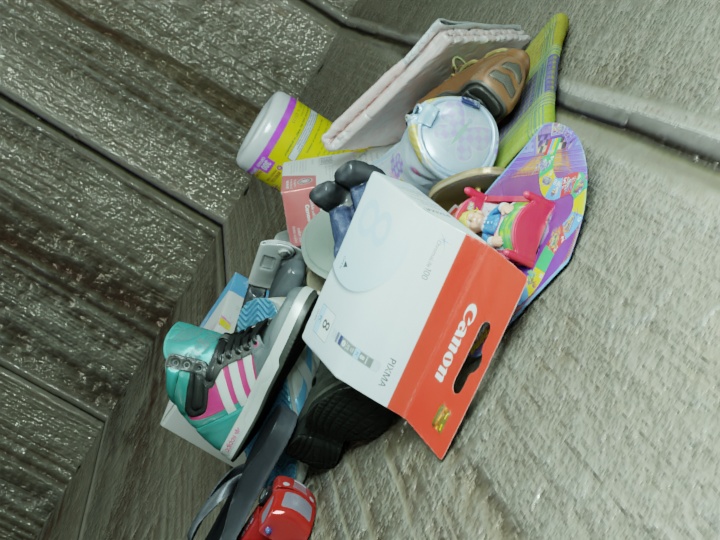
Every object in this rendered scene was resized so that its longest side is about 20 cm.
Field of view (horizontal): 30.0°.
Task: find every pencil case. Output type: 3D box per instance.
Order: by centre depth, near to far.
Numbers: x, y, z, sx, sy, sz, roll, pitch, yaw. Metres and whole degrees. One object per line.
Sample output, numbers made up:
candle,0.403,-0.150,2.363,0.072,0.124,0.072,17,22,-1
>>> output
pencil case,0.061,-0.098,1.300,0.200,0.090,0.084,135,150,-68

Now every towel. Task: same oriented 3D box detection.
towel,0.155,-0.156,1.319,0.144,0.023,0.201,-49,16,39
towel,0.070,-0.197,1.439,0.191,0.032,0.199,-42,-14,30

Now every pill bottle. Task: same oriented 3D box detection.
pill bottle,-0.042,-0.121,1.616,0.105,0.199,0.104,-55,12,19

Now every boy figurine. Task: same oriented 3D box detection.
boy figurine,0.011,0.005,1.215,0.124,0.064,0.202,-33,57,27

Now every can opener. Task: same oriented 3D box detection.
can opener,-0.104,0.038,1.467,0.201,0.052,0.067,115,167,-52

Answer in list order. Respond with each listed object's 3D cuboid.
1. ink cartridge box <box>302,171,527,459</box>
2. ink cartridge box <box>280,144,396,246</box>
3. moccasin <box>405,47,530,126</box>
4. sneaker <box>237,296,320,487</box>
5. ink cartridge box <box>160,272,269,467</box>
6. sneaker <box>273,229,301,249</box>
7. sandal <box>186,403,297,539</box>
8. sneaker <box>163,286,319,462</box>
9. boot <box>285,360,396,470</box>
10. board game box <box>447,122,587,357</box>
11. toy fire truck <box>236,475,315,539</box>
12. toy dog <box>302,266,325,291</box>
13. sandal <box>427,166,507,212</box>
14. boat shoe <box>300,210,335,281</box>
ink cartridge box,0.037,0.031,1.078,0.200,0.047,0.161,44,113,55
ink cartridge box,0.016,-0.087,1.466,0.117,0.198,0.068,-95,-5,-70
moccasin,0.105,-0.171,1.335,0.078,0.074,0.201,-49,4,-23
sneaker,-0.073,0.128,1.370,0.076,0.080,0.203,-1,90,35
ink cartridge box,-0.144,0.130,1.610,0.126,0.128,0.201,-52,14,34
sneaker,-0.063,0.017,1.580,0.116,0.073,0.200,-61,-21,11
sandal,-0.126,0.215,1.286,0.202,0.043,0.076,-62,10,-3
sneaker,-0.125,0.075,1.295,0.201,0.120,0.084,-60,-7,24
boot,-0.012,0.096,1.262,0.200,0.067,0.132,-45,24,56
board game box,0.106,-0.030,1.083,0.200,0.039,0.159,-51,28,36
toy fire truck,-0.109,0.301,1.243,0.201,0.048,0.141,-56,13,14
toy dog,-0.035,0.071,1.459,0.132,0.095,0.202,-88,16,-61
sandal,0.083,-0.031,1.238,0.211,0.077,0.071,154,120,-61
boat shoe,0.000,0.000,1.340,0.076,0.060,0.200,-42,35,5
